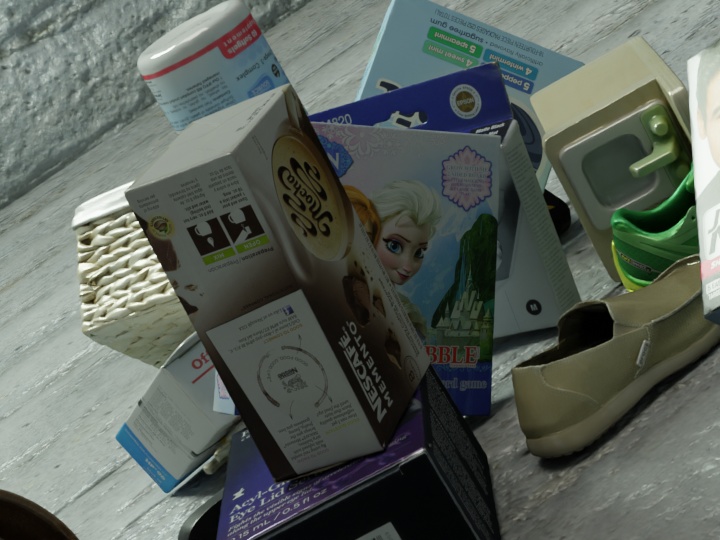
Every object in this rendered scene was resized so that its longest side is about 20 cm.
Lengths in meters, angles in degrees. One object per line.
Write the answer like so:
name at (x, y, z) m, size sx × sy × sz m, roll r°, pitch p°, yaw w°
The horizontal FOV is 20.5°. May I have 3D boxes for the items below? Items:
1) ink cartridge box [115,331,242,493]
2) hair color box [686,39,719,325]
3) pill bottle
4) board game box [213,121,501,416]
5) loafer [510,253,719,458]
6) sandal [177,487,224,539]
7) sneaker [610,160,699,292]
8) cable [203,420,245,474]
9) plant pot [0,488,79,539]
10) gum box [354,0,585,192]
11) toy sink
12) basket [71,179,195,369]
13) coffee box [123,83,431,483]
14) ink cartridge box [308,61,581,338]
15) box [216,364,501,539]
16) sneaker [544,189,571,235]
ink cartridge box at (-0.109, 0.088, 1.559) m, size 0.116 × 0.068 × 0.200 m, roll -40°, pitch -6°, yaw -30°
hair color box at (0.267, -0.065, 1.270) m, size 0.099 × 0.060 × 0.201 m, roll -32°, pitch 45°, yaw 43°
pill bottle at (-0.101, -0.125, 1.737) m, size 0.108 × 0.200 × 0.109 m, roll -28°, pitch 16°, yaw 9°
board game box at (0.000, 0.000, 1.373) m, size 0.199 × 0.201 × 0.041 m, roll 1°, pitch 0°, yaw -27°
loafer at (0.173, 0.043, 1.307) m, size 0.200 × 0.068 × 0.076 m, roll -40°, pitch 18°, yaw -31°
sandal at (-0.044, 0.145, 1.400) m, size 0.200 × 0.076 × 0.043 m, roll -50°, pitch 21°, yaw -26°
sneaker at (0.265, -0.045, 1.381) m, size 0.199 × 0.084 × 0.074 m, roll -24°, pitch 17°, yaw 16°
cable at (-0.037, 0.097, 1.557) m, size 0.097 × 0.050 × 0.200 m, roll -23°, pitch 17°, yaw 46°
plant pot at (-0.292, 0.261, 1.298) m, size 0.198 × 0.201 × 0.200 m, roll -26°, pitch 14°, yaw 46°
gum box at (0.074, -0.108, 1.632) m, size 0.045 × 0.169 × 0.201 m, roll 127°, pitch 163°, yaw -70°
toy sink at (0.208, -0.080, 1.515) m, size 0.112 × 0.131 × 0.200 m, roll -29°, pitch 16°, yaw 7°
basket at (-0.126, -0.006, 1.648) m, size 0.199 × 0.135 × 0.124 m, roll -18°, pitch 62°, yaw 31°
coffee box at (-0.045, 0.008, 1.182) m, size 0.080 × 0.201 × 0.113 m, roll -19°, pitch 18°, yaw 25°
ink cartridge box at (0.047, -0.038, 1.513) m, size 0.199 × 0.201 × 0.041 m, roll -14°, pitch 12°, yaw 34°
box at (0.000, 0.146, 1.240) m, size 0.148 × 0.105 × 0.200 m, roll -29°, pitch 16°, yaw 7°
sneaker at (0.087, -0.089, 1.681) m, size 0.199 × 0.090 × 0.070 m, roll 20°, pitch 33°, yaw 17°
